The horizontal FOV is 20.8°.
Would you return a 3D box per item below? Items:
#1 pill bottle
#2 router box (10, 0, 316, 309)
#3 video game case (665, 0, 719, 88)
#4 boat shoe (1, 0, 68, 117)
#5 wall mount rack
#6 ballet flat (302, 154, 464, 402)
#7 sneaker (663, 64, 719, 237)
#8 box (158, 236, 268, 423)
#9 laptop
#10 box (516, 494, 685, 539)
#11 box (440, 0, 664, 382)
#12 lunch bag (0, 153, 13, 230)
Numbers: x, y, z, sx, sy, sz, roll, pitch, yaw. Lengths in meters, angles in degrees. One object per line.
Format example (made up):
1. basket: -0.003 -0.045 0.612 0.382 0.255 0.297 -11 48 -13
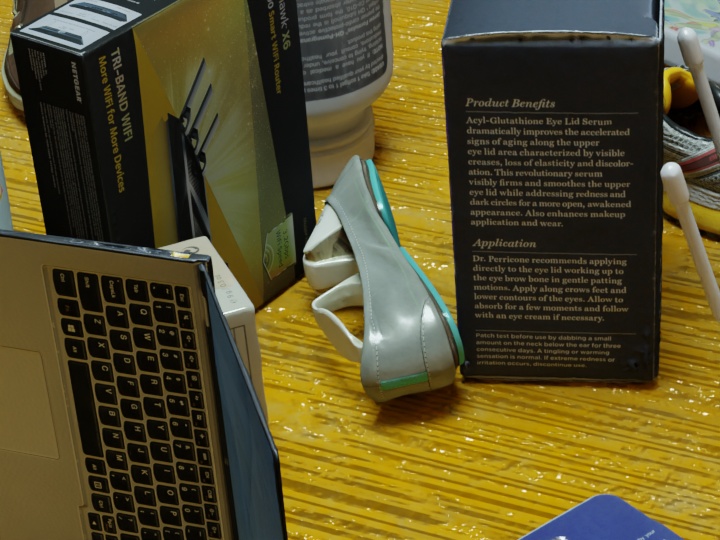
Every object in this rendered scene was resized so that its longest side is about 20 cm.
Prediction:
1. pill bottle: -0.037 -0.155 1.159 0.110 0.201 0.111 -3 32 2
2. router box: -0.094 -0.059 1.018 0.052 0.201 0.157 19 40 32
3. video game case: 0.217 -0.157 1.210 0.199 0.022 0.183 24 28 -2
4. boat shoe: -0.208 -0.173 1.325 0.074 0.075 0.203 -7 33 -5
5. wall mount rack: 0.208 -0.022 0.978 0.173 0.075 0.200 29 39 -11
6. ballet flat: 0.000 0.000 1.043 0.063 0.068 0.200 -19 33 -3
7. sneaker: 0.166 -0.088 1.142 0.199 0.083 0.078 19 39 33
8. box: -0.150 0.062 0.937 0.199 0.095 0.078 -14 33 -17
9. laptop: -0.096 0.098 0.785 0.199 0.188 0.116 8 34 18
10. box: 0.126 0.169 0.791 0.121 0.033 0.200 -25 39 -29
11. box: 0.103 -0.065 1.002 0.104 0.201 0.148 1 32 10
12. lunch bag: -0.255 -0.054 1.059 0.121 0.171 0.200 -15 35 -6
